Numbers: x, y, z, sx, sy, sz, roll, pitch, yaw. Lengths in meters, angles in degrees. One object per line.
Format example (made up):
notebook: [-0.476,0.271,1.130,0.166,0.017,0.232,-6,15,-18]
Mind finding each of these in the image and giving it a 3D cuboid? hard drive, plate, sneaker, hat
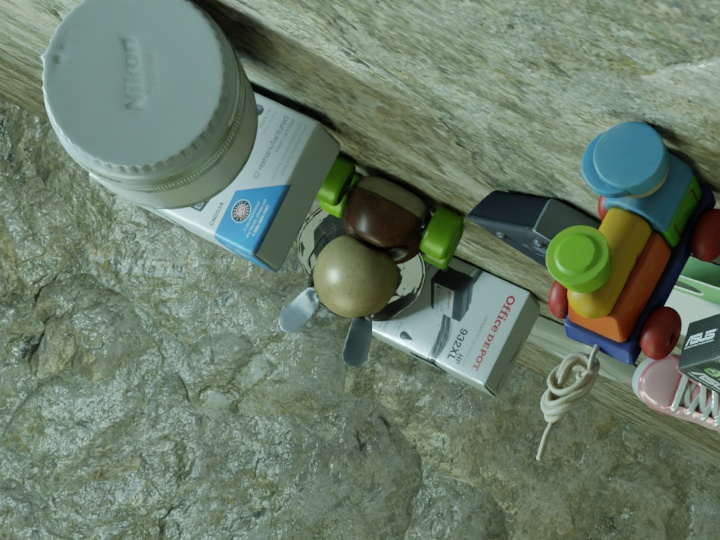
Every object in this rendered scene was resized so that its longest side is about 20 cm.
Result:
hard drive: [0.203,-0.010,1.196,0.199,0.043,0.135,30,175,-24]
plate: [0.328,0.119,2.090,0.199,0.032,0.199,23,173,44]
sneaker: [0.427,0.156,1.598,0.199,0.076,0.105,20,-178,-15]
hat: [-0.017,0.005,1.787,0.199,0.081,0.202,18,130,22]

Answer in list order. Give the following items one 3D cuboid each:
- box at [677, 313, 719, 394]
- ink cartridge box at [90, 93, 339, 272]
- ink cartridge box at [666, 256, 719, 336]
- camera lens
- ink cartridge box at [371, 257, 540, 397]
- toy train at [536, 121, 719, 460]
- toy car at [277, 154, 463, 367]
box: [0.355,0.078,0.932,0.199,0.048,0.193,28,155,-15]
ink cartridge box: [-0.145,-0.110,1.341,0.199,0.146,0.084,25,176,19]
ink cartridge box: [0.277,0.018,1.051,0.145,0.048,0.200,22,170,45]
camera lens: [-0.171,-0.141,1.131,0.159,0.161,0.200,27,176,3]
ink cartridge box: [0.127,0.063,1.873,0.199,0.146,0.084,25,174,23]
toy train: [0.142,0.015,0.819,0.084,0.201,0.116,24,171,32]
toy car: [0.000,0.000,1.507,0.163,0.201,0.158,26,176,7]
